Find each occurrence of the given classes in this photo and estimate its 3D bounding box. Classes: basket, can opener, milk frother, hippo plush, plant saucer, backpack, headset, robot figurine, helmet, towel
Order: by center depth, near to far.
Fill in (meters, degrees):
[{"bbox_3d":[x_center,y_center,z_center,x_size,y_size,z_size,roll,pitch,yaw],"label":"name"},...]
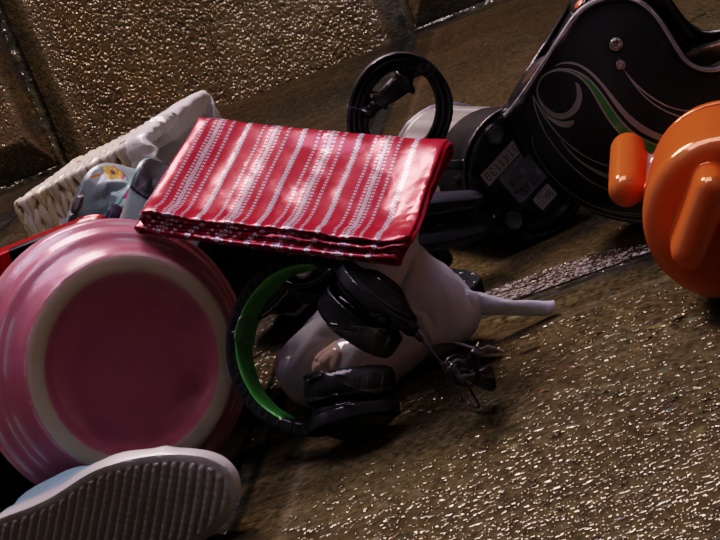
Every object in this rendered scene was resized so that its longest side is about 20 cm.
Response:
[{"bbox_3d":[-0.005,0.055,1.384,0.199,0.124,0.094,10,-1,24],"label":"headset"},{"bbox_3d":[0.249,-0.052,1.410,0.143,0.117,0.200,-19,12,16],"label":"robot figurine"},{"bbox_3d":[-0.165,0.064,1.432,0.200,0.201,0.051,-27,10,-23],"label":"plant saucer"},{"bbox_3d":[-0.043,-0.061,1.451,0.199,0.023,0.145,7,37,15],"label":"towel"},{"bbox_3d":[0.000,0.000,1.517,0.199,0.161,0.159,-10,16,45],"label":"hippo plush"},{"bbox_3d":[-0.157,0.020,1.588,0.153,0.201,0.176,20,3,18],"label":"backpack"},{"bbox_3d":[0.230,-0.134,1.633,0.200,0.190,0.200,-56,3,4],"label":"helmet"},{"bbox_3d":[0.005,-0.033,1.682,0.199,0.064,0.079,-14,20,3],"label":"can opener"},{"bbox_3d":[0.069,-0.113,1.809,0.180,0.201,0.188,-29,13,-15],"label":"milk frother"},{"bbox_3d":[-0.191,-0.036,1.928,0.160,0.201,0.198,-22,11,19],"label":"basket"}]

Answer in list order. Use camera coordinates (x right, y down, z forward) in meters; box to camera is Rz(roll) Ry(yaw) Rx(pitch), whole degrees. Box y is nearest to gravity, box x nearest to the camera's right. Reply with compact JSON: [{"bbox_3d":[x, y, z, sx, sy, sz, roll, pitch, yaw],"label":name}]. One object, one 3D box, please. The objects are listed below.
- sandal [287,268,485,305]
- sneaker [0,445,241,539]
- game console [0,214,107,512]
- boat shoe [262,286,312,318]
[{"bbox_3d":[0.015,0.025,1.687,0.200,0.048,0.075,9,29,44],"label":"sandal"},{"bbox_3d":[-0.161,0.149,1.364,0.199,0.074,0.082,-16,16,22],"label":"sneaker"},{"bbox_3d":[-0.233,0.079,1.504,0.176,0.201,0.031,-20,-3,5],"label":"game console"},{"bbox_3d":[-0.059,0.006,1.844,0.076,0.060,0.200,-39,8,20],"label":"boat shoe"}]
